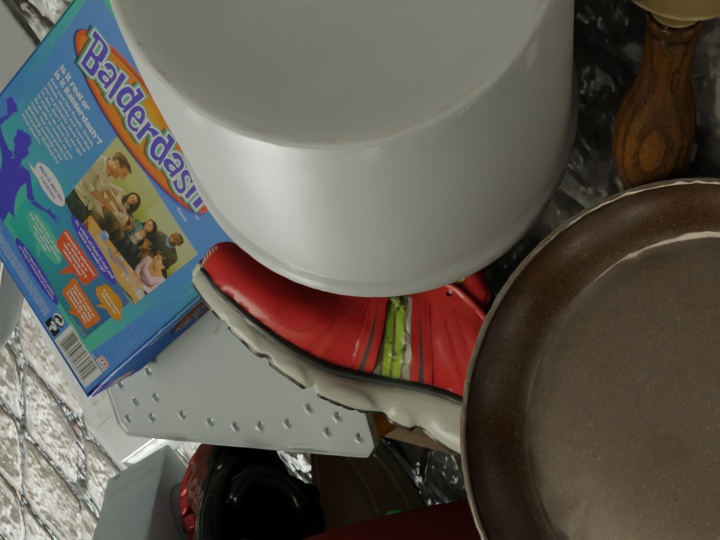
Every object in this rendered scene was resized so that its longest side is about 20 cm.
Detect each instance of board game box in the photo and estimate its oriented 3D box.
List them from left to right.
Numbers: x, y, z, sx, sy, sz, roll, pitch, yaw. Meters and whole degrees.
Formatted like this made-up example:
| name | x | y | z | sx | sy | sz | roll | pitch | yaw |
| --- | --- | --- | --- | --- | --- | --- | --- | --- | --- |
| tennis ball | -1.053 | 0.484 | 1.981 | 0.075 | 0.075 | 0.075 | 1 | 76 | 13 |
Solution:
| name | x | y | z | sx | sy | sz | roll | pitch | yaw |
| --- | --- | --- | --- | --- | --- | --- | --- | --- | --- |
| board game box | -0.121 | -0.043 | 0.959 | 0.152 | 0.045 | 0.200 | 57 | 138 | 4 |
| board game box | -0.081 | -0.004 | 0.994 | 0.200 | 0.026 | 0.201 | 0 | 111 | 43 |

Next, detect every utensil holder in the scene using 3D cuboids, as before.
| name | x | y | z | sx | sy | sz | roll | pitch | yaw |
| --- | --- | --- | --- | --- | --- | --- | --- | --- | --- |
| utensil holder | -0.001 | -0.091 | 0.710 | 0.170 | 0.170 | 0.200 | 56 | 178 | 13 |

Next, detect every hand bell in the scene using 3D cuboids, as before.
| name | x | y | z | sx | sy | sz | roll | pitch | yaw |
| --- | --- | --- | --- | --- | --- | --- | --- | --- | --- |
| hand bell | 0.118 | -0.091 | 0.712 | 0.104 | 0.104 | 0.200 | 46 | 157 | 27 |

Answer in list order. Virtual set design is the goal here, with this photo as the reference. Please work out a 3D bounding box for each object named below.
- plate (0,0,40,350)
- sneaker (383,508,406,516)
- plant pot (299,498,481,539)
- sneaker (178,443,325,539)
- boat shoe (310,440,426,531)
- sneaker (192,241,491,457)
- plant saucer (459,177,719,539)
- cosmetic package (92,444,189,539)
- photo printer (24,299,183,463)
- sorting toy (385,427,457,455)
| name | x | y | z | sx | sy | sz | roll | pitch | yaw |
| --- | --- | --- | --- | --- | --- | --- | --- | --- | --- |
| plate | -0.226 | -0.075 | 1.181 | 0.200 | 0.032 | 0.200 | 51 | 132 | 54 |
| sneaker | 0.053 | 0.209 | 1.010 | 0.074 | 0.084 | 0.200 | 8 | 136 | 51 |
| plant pot | 0.071 | 0.207 | 0.880 | 0.200 | 0.176 | 0.201 | 3 | 114 | 55 |
| sneaker | -0.058 | 0.132 | 1.031 | 0.201 | 0.071 | 0.098 | -94 | 23 | -62 |
| boat shoe | 0.006 | 0.182 | 1.063 | 0.072 | 0.065 | 0.201 | 7 | 117 | 54 |
| sneaker | 0.023 | 0.022 | 0.864 | 0.200 | 0.077 | 0.085 | 23 | 102 | -2 |
| plant saucer | 0.134 | 0.065 | 0.746 | 0.200 | 0.032 | 0.201 | -2 | 85 | 29 |
| cosmetic package | -0.080 | 0.220 | 1.103 | 0.200 | 0.052 | 0.151 | 54 | -164 | -19 |
| photo printer | -0.126 | 0.017 | 1.137 | 0.167 | 0.069 | 0.200 | 61 | 148 | 6 |
| sorting toy | 0.000 | 0.000 | 0.979 | 0.200 | 0.036 | 0.186 | 12 | 122 | 57 |
